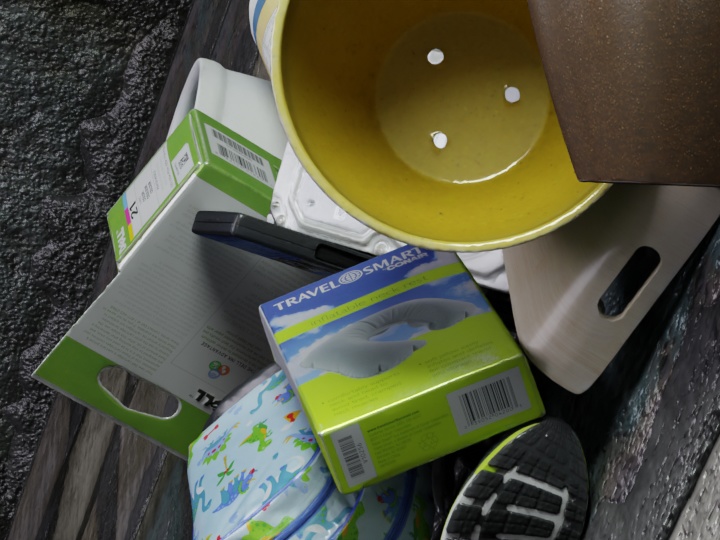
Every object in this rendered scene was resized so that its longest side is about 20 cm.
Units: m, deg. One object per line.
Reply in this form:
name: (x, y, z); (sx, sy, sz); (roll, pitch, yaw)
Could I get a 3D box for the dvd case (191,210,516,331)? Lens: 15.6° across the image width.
dvd case: (0.000, 0.000, 1.654); (0.143, 0.200, 0.018); (-175, 103, -76)

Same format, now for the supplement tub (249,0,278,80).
supplement tub: (0.017, -0.127, 1.779); (0.145, 0.144, 0.200); (-63, 38, 42)

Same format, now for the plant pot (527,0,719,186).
plant pot: (0.155, -0.141, 1.266); (0.187, 0.187, 0.200); (-172, 83, -78)

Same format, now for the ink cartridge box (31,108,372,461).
ink cartridge box: (-0.112, 0.014, 1.777); (0.200, 0.148, 0.076); (-49, 29, 19)

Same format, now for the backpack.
backpack: (-0.029, 0.134, 1.559); (0.163, 0.154, 0.200); (-33, 43, 18)

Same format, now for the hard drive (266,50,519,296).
hard drive: (0.044, -0.070, 1.634); (0.200, 0.038, 0.140); (17, 91, 34)

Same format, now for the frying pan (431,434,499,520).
frying pan: (0.048, 0.074, 1.562); (0.115, 0.031, 0.190); (64, -169, -2)

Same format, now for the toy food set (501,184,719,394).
toy food set: (0.142, -0.042, 1.449); (0.144, 0.060, 0.200); (-55, 21, 26)

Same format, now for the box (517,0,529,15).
box: (0.080, -0.205, 1.559); (0.049, 0.160, 0.200); (-35, 39, 2)

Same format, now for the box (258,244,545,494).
box: (0.017, 0.045, 1.484); (0.200, 0.122, 0.048); (-121, 10, -64)

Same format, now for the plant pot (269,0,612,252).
plant pot: (0.055, -0.102, 1.415); (0.142, 0.200, 0.200); (77, -152, -84)

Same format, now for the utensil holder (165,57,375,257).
utensil holder: (-0.044, -0.047, 1.900); (0.170, 0.200, 0.170); (-166, 90, -79)

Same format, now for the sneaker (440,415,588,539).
sneaker: (0.069, 0.157, 1.465); (0.081, 0.074, 0.200); (-87, 20, -60)
